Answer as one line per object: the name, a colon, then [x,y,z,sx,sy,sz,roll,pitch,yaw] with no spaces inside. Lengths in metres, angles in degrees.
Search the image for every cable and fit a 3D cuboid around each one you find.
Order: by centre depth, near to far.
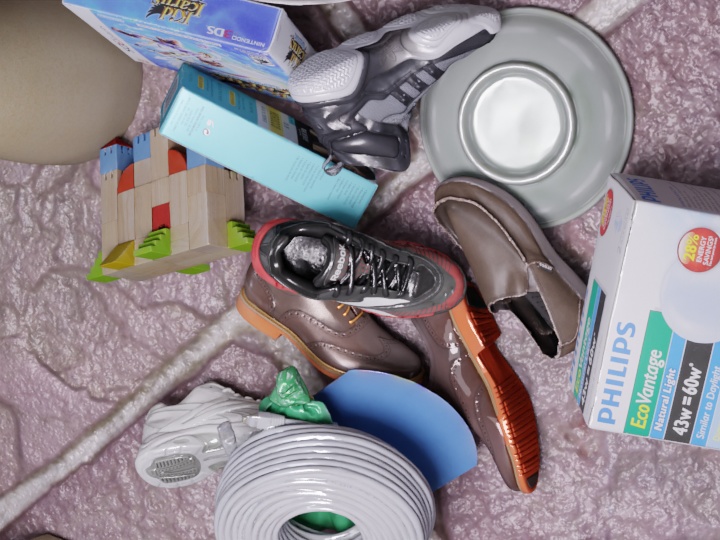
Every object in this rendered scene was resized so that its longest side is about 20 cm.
cable: [-0.032,0.221,1.377,0.197,0.070,0.202,3,129,4]

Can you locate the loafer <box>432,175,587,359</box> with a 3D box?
loafer: [0.135,-0.001,1.380,0.200,0.071,0.073,44,147,0]

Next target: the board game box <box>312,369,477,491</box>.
board game box: [0.011,0.153,1.453,0.158,0.039,0.199,39,126,-19]

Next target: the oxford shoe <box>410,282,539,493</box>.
oxford shoe: [0.109,0.116,1.436,0.072,0.071,0.202,-24,83,25]

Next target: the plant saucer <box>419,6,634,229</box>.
plant saucer: [0.143,-0.133,1.382,0.198,0.050,0.203,4,102,18]

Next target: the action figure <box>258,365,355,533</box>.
action figure: [-0.050,0.163,1.411,0.117,0.055,0.201,2,134,13]

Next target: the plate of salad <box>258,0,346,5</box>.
plate of salad: [-0.060,-0.280,1.341,0.198,0.200,0.049,13,124,15]

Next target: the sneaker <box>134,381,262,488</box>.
sneaker: [-0.123,0.145,1.510,0.197,0.100,0.078,-6,138,-2]

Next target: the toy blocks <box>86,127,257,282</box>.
toy blocks: [-0.181,-0.073,1.473,0.199,0.099,0.139,-13,74,39]

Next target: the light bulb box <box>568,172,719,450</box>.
light bulb box: [0.295,0.038,1.300,0.197,0.125,0.201,9,104,-2]

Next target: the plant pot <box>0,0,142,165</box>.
plant pot: [-0.330,-0.181,1.448,0.185,0.200,0.190,3,101,17]

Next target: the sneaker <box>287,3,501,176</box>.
sneaker: [0.040,-0.156,1.361,0.198,0.076,0.115,-23,115,-9]

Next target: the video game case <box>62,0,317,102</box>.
video game case: [-0.142,-0.209,1.389,0.198,0.181,0.046,16,86,15]

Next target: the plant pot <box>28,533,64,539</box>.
plant pot: [-0.328,0.387,1.570,0.177,0.199,0.201,38,110,19]

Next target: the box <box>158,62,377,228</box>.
box: [-0.084,-0.113,1.402,0.198,0.082,0.049,25,108,-16]

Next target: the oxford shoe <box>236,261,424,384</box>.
oxford shoe: [-0.025,0.047,1.453,0.198,0.071,0.073,26,123,12]

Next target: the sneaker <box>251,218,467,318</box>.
sneaker: [0.000,0.000,1.368,0.198,0.098,0.072,13,90,-3]
